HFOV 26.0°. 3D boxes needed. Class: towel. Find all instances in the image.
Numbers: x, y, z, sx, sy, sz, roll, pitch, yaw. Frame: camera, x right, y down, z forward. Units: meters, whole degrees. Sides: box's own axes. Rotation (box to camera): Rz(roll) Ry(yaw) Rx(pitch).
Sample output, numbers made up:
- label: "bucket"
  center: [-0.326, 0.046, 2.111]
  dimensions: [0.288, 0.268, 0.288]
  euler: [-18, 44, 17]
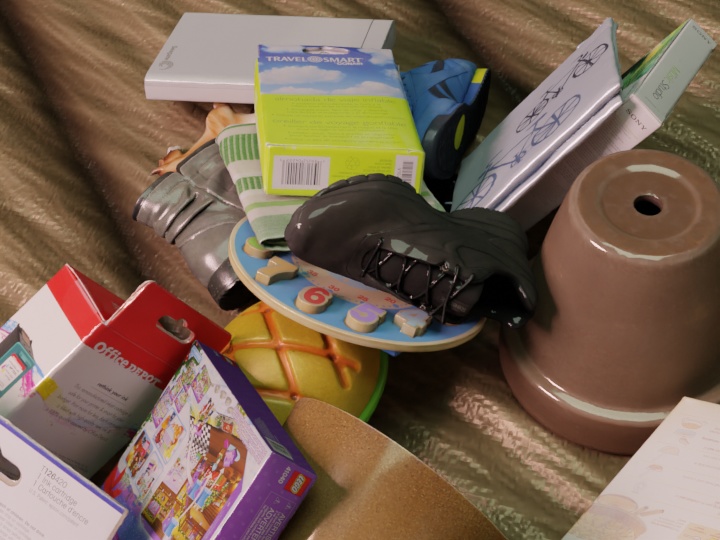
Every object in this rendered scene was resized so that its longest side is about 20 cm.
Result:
- label: "towel"
  center: [-0.026, -0.070, 1.217]
  dimensions: [0.152, 0.023, 0.200]
  euler: [-3, 30, -16]

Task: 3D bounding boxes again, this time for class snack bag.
- label: "snack bag"
  center: [0.136, -0.106, 1.226]
  dimensions: [0.021, 0.189, 0.200]
  euler: [41, 22, -10]

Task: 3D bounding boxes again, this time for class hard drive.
- label: "hard drive"
  center: [-0.078, -0.189, 1.394]
  dimensions: [0.199, 0.027, 0.132]
  euler: [3, 36, 12]

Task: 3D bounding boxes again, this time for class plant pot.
- label: "plant pot"
  center: [0.207, 0.009, 1.158]
  dimensions: [0.199, 0.175, 0.201]
  euler: [0, 49, 0]
- label: "plant pot"
  center: [-0.027, 0.217, 1.001]
  dimensions: [0.186, 0.187, 0.200]
  euler: [30, 71, 25]

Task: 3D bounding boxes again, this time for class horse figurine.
- label: "horse figurine"
  center: [-0.072, -0.123, 1.364]
  dimensions: [0.199, 0.050, 0.133]
  euler: [6, 43, 11]

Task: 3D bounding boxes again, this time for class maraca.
- label: "maraca"
  center: [-0.066, 0.096, 1.140]
  dimensions: [0.137, 0.107, 0.200]
  euler: [31, 66, 28]

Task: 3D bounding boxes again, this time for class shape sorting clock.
- label: "shape sorting clock"
  center: [0.000, 0.000, 1.158]
  dimensions: [0.199, 0.039, 0.200]
  euler: [16, 23, -7]

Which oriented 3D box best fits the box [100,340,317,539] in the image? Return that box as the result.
- label: "box"
  center: [-0.106, 0.141, 1.009]
  dimensions: [0.137, 0.039, 0.200]
  euler: [-56, 25, 5]

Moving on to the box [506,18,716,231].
- label: "box"
  center: [0.181, -0.104, 1.232]
  dimensions: [0.036, 0.200, 0.144]
  euler: [47, 42, -5]

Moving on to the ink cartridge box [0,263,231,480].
- label: "ink cartridge box"
  center: [-0.202, 0.076, 1.101]
  dimensions: [0.200, 0.116, 0.067]
  euler: [-43, 54, 5]

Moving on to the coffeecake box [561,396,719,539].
- label: "coffeecake box"
  center: [0.230, 0.186, 1.033]
  dimensions: [0.153, 0.073, 0.200]
  euler: [11, 45, 48]

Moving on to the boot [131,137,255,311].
- label: "boot"
  center: [-0.080, -0.068, 1.287]
  dimensions: [0.200, 0.068, 0.131]
  euler: [-34, 69, -22]

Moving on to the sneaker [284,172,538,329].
- label: "sneaker"
  center: [0.043, -0.008, 1.096]
  dimensions: [0.199, 0.076, 0.091]
  euler: [9, 39, -25]

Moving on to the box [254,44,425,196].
- label: "box"
  center: [-0.022, -0.121, 1.236]
  dimensions: [0.121, 0.048, 0.200]
  euler: [2, 29, -7]

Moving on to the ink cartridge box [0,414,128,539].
- label: "ink cartridge box"
  center: [-0.269, 0.177, 1.011]
  dimensions: [0.197, 0.047, 0.200]
  euler: [35, 97, 10]

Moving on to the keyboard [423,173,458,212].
- label: "keyboard"
  center: [0.053, -0.010, 1.275]
  dimensions: [0.104, 0.040, 0.200]
  euler: [8, 41, 19]

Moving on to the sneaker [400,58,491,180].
- label: "sneaker"
  center: [0.056, -0.131, 1.325]
  dimensions: [0.078, 0.066, 0.200]
  euler: [14, 27, 9]
